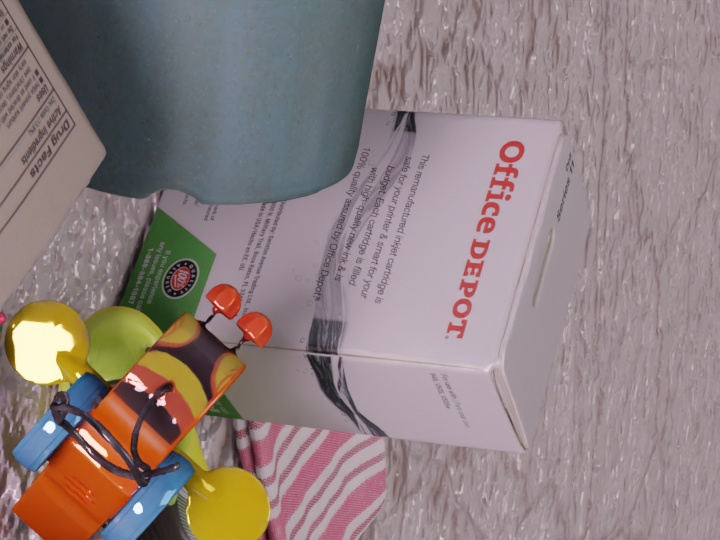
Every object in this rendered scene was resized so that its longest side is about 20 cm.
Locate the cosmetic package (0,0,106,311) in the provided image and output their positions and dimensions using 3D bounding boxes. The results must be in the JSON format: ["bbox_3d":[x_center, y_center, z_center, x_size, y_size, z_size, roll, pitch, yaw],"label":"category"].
[{"bbox_3d":[-0.179,-0.080,0.661,0.200,0.087,0.104,63,36,-31],"label":"cosmetic package"}]

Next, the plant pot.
[{"bbox_3d":[-0.067,-0.142,0.854,0.200,0.199,0.197,-36,136,-60],"label":"plant pot"}]

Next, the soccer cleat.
[{"bbox_3d":[-0.102,0.097,0.989,0.084,0.064,0.201,-104,180,-59],"label":"soccer cleat"}]

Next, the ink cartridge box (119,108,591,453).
[{"bbox_3d":[0.000,0.000,1.005,0.083,0.199,0.147,63,39,-52],"label":"ink cartridge box"}]

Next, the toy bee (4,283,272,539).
[{"bbox_3d":[-0.080,0.063,0.850,0.109,0.200,0.131,-47,112,-24],"label":"toy bee"}]

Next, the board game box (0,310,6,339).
[{"bbox_3d":[-0.177,0.019,0.793,0.200,0.039,0.159,-29,121,-62],"label":"board game box"}]

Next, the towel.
[{"bbox_3d":[-0.025,0.098,1.187,0.146,0.030,0.201,-51,140,-52],"label":"towel"}]
